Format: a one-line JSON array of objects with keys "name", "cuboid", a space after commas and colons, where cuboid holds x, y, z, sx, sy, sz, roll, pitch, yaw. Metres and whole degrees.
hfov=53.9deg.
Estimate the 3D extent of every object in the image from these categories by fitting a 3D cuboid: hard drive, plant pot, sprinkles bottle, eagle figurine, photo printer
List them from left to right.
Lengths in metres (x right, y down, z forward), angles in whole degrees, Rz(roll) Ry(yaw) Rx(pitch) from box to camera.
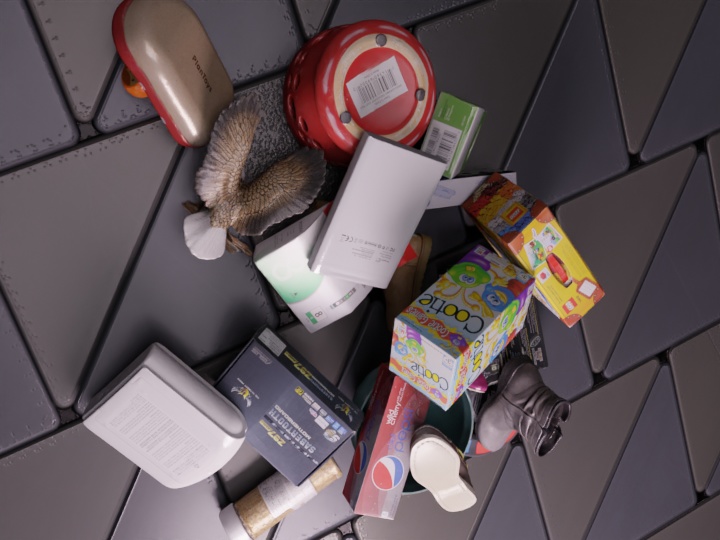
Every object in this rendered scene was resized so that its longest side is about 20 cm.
[{"name": "photo printer", "cuboid": [-0.271, 0.217, 1.011, 0.165, 0.070, 0.200, -38, 111, 23]}, {"name": "eagle figurine", "cuboid": [-0.164, -0.119, 0.979, 0.150, 0.199, 0.154, -1, 59, -54]}, {"name": "sprinkles bottle", "cuboid": [-0.125, 0.352, 1.115, 0.197, 0.068, 0.069, -34, 108, -11]}, {"name": "plant pot", "cuboid": [0.002, -0.245, 1.001, 0.195, 0.182, 0.207, -4, 103, -19]}, {"name": "hard drive", "cuboid": [0.021, -0.077, 0.968, 0.129, 0.027, 0.203, 12, 116, -30]}, {"name": "plant pot", "cuboid": [0.064, 0.229, 1.126, 0.194, 0.134, 0.207, -3, 100, -18]}]

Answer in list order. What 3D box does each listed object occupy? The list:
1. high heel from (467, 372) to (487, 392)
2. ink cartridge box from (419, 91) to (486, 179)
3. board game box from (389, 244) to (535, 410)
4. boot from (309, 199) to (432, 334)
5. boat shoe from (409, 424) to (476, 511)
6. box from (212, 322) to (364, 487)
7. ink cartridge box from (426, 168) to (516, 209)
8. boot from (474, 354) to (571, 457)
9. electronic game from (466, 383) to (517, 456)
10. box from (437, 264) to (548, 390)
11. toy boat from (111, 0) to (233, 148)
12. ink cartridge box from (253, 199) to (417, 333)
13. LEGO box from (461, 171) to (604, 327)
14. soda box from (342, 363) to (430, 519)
[{"name": "high heel", "cuboid": [0.143, 0.101, 1.052, 0.066, 0.200, 0.098, 21, 100, -24]}, {"name": "ink cartridge box", "cuboid": [0.140, -0.203, 1.062, 0.058, 0.200, 0.106, 23, 105, 8]}, {"name": "board game box", "cuboid": [0.141, 0.073, 0.976, 0.199, 0.104, 0.105, -38, 147, -36]}, {"name": "boot", "cuboid": [0.000, 0.000, 1.107, 0.195, 0.066, 0.180, 13, 92, -18]}, {"name": "boat shoe", "cuboid": [0.115, 0.274, 1.013, 0.070, 0.060, 0.202, -22, 132, 12]}, {"name": "box", "cuboid": [-0.115, 0.200, 1.034, 0.200, 0.051, 0.158, 43, 121, -2]}, {"name": "ink cartridge box", "cuboid": [0.139, -0.128, 1.113, 0.194, 0.094, 0.046, -8, 103, -17]}, {"name": "boot", "cuboid": [0.256, 0.251, 1.136, 0.068, 0.133, 0.204, -5, 127, -24]}, {"name": "electronic game", "cuboid": [0.211, 0.223, 1.226, 0.194, 0.041, 0.207, -3, 99, -19]}, {"name": "box", "cuboid": [0.222, 0.080, 1.183, 0.156, 0.043, 0.206, -13, 93, -19]}, {"name": "toy boat", "cuboid": [-0.265, -0.263, 0.940, 0.202, 0.127, 0.133, 64, 35, -44]}, {"name": "ink cartridge box", "cuboid": [-0.031, -0.015, 1.018, 0.196, 0.051, 0.162, -27, 126, 13]}, {"name": "LEGO box", "cuboid": [0.258, -0.032, 1.061, 0.077, 0.149, 0.200, -42, 122, 3]}, {"name": "soda box", "cuboid": [0.038, 0.244, 1.014, 0.068, 0.063, 0.206, 16, 93, -20]}]
